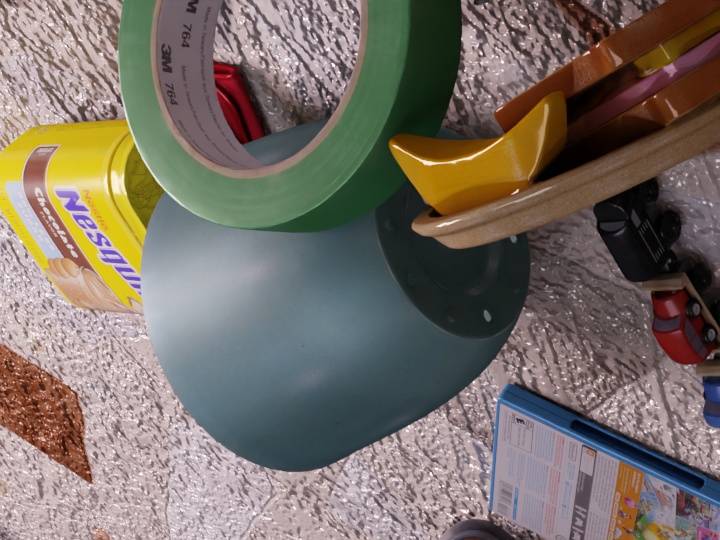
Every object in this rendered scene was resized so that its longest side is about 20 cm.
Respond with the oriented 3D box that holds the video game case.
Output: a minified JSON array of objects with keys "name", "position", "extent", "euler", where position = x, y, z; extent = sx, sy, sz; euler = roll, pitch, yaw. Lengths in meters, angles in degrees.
[{"name":"video game case","position":[0.180,0.163,1.255],"extent":[0.199,0.018,0.144],"euler":[25,145,19]}]

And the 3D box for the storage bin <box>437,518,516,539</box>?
[{"name":"storage bin","position":[0.120,0.292,1.334],"extent":[0.200,0.134,0.146],"euler":[41,103,-5]}]

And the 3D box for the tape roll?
[{"name":"tape roll","position":[-0.041,-0.121,0.964],"extent":[0.199,0.202,0.048],"euler":[-2,176,37]}]

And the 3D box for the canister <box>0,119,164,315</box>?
[{"name":"canister","position":[-0.151,-0.034,1.243],"extent":[0.199,0.087,0.149],"euler":[3,132,54]}]

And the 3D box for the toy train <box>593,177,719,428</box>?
[{"name":"toy train","position":[0.187,0.028,1.049],"extent":[0.034,0.046,0.200],"euler":[-5,129,47]}]

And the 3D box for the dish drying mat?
[{"name":"dish drying mat","position":[-0.081,-0.057,1.229],"extent":[0.076,0.018,0.201],"euler":[14,141,34]}]

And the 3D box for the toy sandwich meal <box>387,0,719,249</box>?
[{"name":"toy sandwich meal","position":[0.105,-0.077,0.886],"extent":[0.205,0.205,0.071],"euler":[-17,100,52]}]

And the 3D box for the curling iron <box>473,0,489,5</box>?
[{"name":"curling iron","position":[0.134,-0.149,0.880],"extent":[0.199,0.050,0.026],"euler":[-3,107,35]}]

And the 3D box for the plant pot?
[{"name":"plant pot","position":[0.000,0.000,1.069],"extent":[0.161,0.201,0.201],"euler":[-24,115,43]}]
